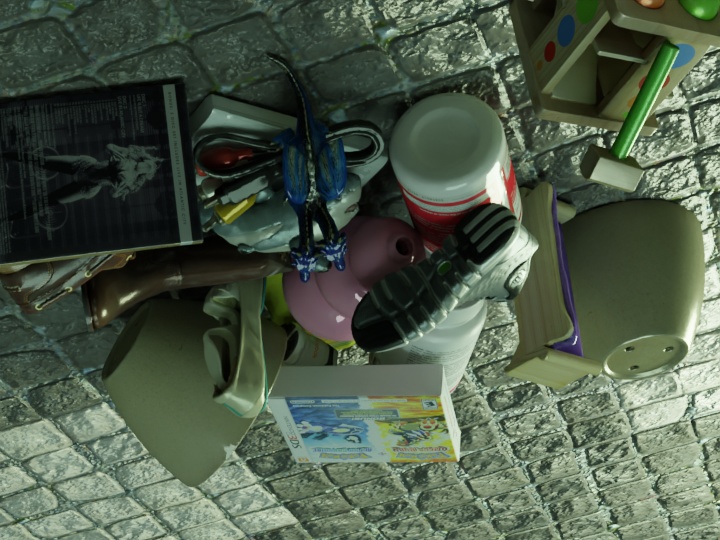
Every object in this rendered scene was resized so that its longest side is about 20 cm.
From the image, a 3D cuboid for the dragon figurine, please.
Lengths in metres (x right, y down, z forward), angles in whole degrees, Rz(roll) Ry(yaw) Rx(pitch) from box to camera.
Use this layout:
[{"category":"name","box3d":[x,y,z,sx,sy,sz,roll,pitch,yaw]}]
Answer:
[{"category":"dragon figurine","box3d":[-0.045,-0.093,1.490,0.058,0.099,0.201,-7,107,-10]}]

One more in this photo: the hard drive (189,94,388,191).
[{"category":"hard drive","box3d":[-0.091,-0.104,1.613,0.199,0.026,0.132,13,142,-32]}]

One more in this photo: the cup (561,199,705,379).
[{"category":"cup","box3d":[0.301,0.036,1.841,0.199,0.144,0.201,-8,148,-5]}]

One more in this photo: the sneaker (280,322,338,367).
[{"category":"sneaker","box3d":[-0.101,0.127,1.913,0.080,0.074,0.200,24,147,-29]}]

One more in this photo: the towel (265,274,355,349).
[{"category":"towel","box3d":[-0.060,0.043,1.871,0.086,0.018,0.200,-15,148,0]}]

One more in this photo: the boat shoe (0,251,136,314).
[{"category":"boat shoe","box3d":[-0.241,-0.032,1.528,0.199,0.070,0.071,-29,118,-4]}]

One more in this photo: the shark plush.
[{"category":"shark plush","box3d":[-0.100,-0.068,1.618,0.199,0.091,0.084,10,129,7]}]

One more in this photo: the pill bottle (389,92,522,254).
[{"category":"pill bottle","box3d":[0.100,-0.077,1.629,0.112,0.113,0.200,-14,149,6]}]

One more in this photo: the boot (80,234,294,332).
[{"category":"boot","box3d":[-0.169,0.003,1.632,0.199,0.187,0.065,-3,113,4]}]

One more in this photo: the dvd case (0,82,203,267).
[{"category":"dvd case","box3d":[-0.248,-0.086,1.482,0.199,0.150,0.016,-7,169,-4]}]

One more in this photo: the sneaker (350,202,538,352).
[{"category":"sneaker","box3d":[0.093,0.025,1.596,0.200,0.075,0.115,-37,147,17]}]

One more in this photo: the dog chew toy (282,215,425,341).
[{"category":"dog chew toy","box3d":[0.000,0.000,1.683,0.124,0.125,0.200,6,163,-24]}]

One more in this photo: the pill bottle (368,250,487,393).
[{"category":"pill bottle","box3d":[0.078,0.056,1.838,0.113,0.114,0.200,-3,148,-12]}]

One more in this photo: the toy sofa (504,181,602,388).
[{"category":"toy sofa","box3d":[0.200,0.014,1.722,0.083,0.201,0.097,18,145,-37]}]

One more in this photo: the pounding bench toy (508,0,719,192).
[{"category":"pounding bench toy","box3d":[0.234,-0.188,1.404,0.124,0.201,0.156,7,146,-25]}]

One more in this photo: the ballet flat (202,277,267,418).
[{"category":"ballet flat","box3d":[-0.130,0.054,1.691,0.069,0.201,0.070,-4,149,-2]}]

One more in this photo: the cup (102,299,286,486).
[{"category":"cup","box3d":[-0.194,0.112,1.788,0.143,0.201,0.200,32,134,-16]}]

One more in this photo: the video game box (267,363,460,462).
[{"category":"video game box","box3d":[0.005,0.164,1.866,0.199,0.047,0.182,-2,152,10]}]

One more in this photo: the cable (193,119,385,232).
[{"category":"cable","box3d":[-0.080,-0.112,1.558,0.199,0.050,0.097,-25,119,-2]}]
